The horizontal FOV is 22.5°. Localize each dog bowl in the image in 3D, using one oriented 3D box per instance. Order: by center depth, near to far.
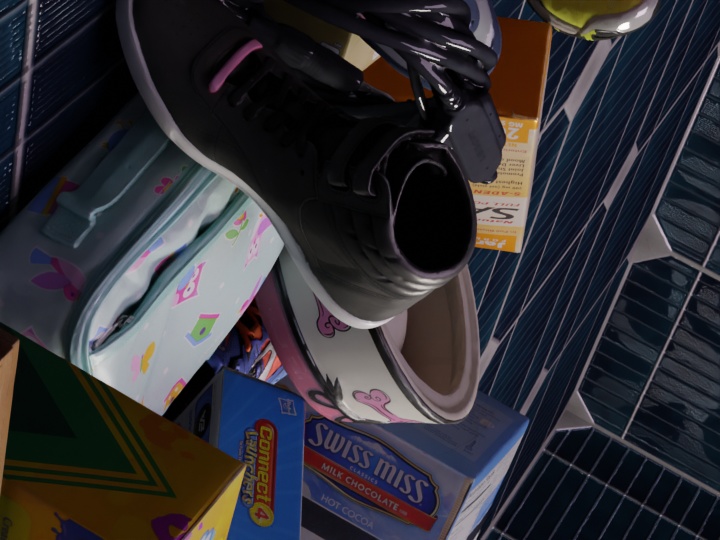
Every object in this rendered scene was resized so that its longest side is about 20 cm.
[{"bbox_3d":[0.000,0.000,1.059,0.200,0.074,0.201,-16,90,-71],"label":"dog bowl"}]

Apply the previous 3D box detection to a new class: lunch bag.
[{"bbox_3d":[-0.104,-0.007,0.883,0.200,0.077,0.161,-54,166,-34],"label":"lunch bag"}]

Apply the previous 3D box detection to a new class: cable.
[{"bbox_3d":[-0.009,-0.113,0.847,0.051,0.163,0.200,-55,155,-8],"label":"cable"}]

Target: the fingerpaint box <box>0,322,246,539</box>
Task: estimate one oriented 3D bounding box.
[{"bbox_3d":[-0.150,0.126,0.785,0.073,0.166,0.200,-48,161,-45],"label":"fingerpaint box"}]

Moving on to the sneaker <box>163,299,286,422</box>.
[{"bbox_3d":[-0.079,0.047,1.115,0.201,0.075,0.078,-61,164,-9],"label":"sneaker"}]

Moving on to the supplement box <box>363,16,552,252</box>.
[{"bbox_3d":[0.055,-0.089,1.190,0.200,0.125,0.074,84,14,-67],"label":"supplement box"}]

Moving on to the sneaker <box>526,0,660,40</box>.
[{"bbox_3d":[0.117,-0.222,1.117,0.075,0.200,0.076,-29,147,-2],"label":"sneaker"}]

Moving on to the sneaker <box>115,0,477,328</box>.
[{"bbox_3d":[-0.021,-0.064,0.804,0.071,0.200,0.099,-48,-163,-31],"label":"sneaker"}]

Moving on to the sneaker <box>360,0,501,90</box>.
[{"bbox_3d":[0.014,-0.144,0.861,0.070,0.082,0.200,-33,129,9],"label":"sneaker"}]

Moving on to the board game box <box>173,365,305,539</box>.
[{"bbox_3d":[-0.104,0.191,1.017,0.196,0.056,0.201,-47,-149,42],"label":"board game box"}]

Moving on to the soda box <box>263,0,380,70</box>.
[{"bbox_3d":[0.001,-0.198,0.927,0.068,0.064,0.201,-44,159,-53],"label":"soda box"}]

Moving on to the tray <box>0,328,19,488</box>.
[{"bbox_3d":[-0.188,0.081,0.695,0.037,0.098,0.200,-49,162,-47],"label":"tray"}]

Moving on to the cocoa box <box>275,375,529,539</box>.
[{"bbox_3d":[-0.007,0.128,1.266,0.133,0.199,0.132,-33,148,-63],"label":"cocoa box"}]
